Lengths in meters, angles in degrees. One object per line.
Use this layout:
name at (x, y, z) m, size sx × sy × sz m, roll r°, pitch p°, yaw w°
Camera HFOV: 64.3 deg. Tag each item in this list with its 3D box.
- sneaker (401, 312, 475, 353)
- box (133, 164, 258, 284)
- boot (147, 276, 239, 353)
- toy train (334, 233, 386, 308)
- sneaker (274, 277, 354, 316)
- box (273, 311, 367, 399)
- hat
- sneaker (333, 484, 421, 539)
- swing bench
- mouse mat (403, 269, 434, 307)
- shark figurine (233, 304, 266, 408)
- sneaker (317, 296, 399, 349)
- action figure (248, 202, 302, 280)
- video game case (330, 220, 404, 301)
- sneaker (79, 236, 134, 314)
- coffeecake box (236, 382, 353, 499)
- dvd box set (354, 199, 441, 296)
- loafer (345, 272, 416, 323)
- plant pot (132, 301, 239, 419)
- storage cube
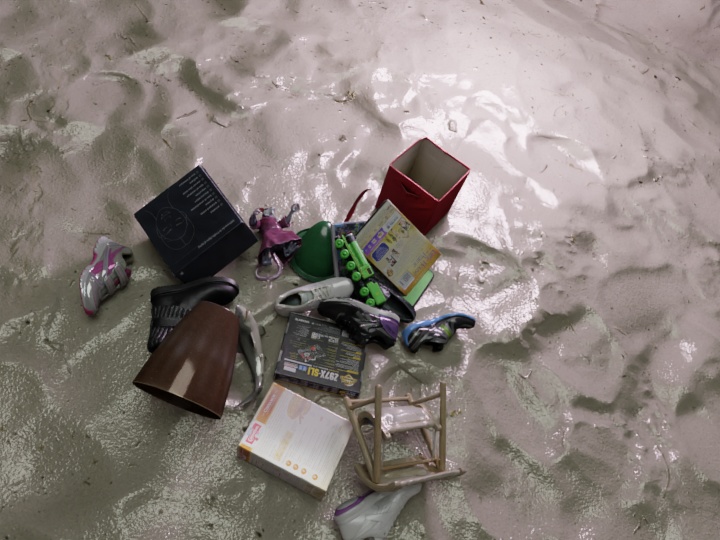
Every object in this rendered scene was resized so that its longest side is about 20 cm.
sneaker at (0.198, 0.157, 1.423) m, size 0.198 × 0.071 × 0.083 m, roll -14°, pitch 75°, yaw -22°
box at (-0.387, -0.101, 1.357) m, size 0.199 × 0.124 × 0.197 m, roll -38°, pitch 69°, yaw -5°
boot at (-0.371, 0.106, 1.287) m, size 0.209 × 0.080 × 0.159 m, roll -11°, pitch 53°, yaw -9°
toy train at (0.000, 0.000, 1.368) m, size 0.056 × 0.042 × 0.201 m, roll -27°, pitch 83°, yaw -4°
sneaker at (-0.109, 0.064, 1.356) m, size 0.198 × 0.080 × 0.071 m, roll -17°, pitch 83°, yaw -4°
box at (-0.087, 0.196, 1.324) m, size 0.198 × 0.049 × 0.161 m, roll 14°, pitch 56°, yaw -7°
hat at (-0.087, -0.098, 1.442) m, size 0.164 × 0.177 × 0.201 m, roll 15°, pitch 54°, yaw -7°
sneaker at (0.043, 0.489, 1.162) m, size 0.198 × 0.075 × 0.100 m, roll -18°, pitch 82°, yaw -25°
swing bench at (0.089, 0.345, 1.185) m, size 0.198 × 0.129 × 0.202 m, roll 7°, pitch 64°, yaw -38°
mouse mat at (0.083, 0.007, 1.524) m, size 0.199 × 0.008 × 0.161 m, roll 33°, pitch 55°, yaw 9°
shark figurine at (-0.258, 0.194, 1.280) m, size 0.089 × 0.128 × 0.217 m, roll -13°, pitch 76°, yaw 6°
sneaker at (-0.006, 0.125, 1.324) m, size 0.198 × 0.076 × 0.088 m, roll 15°, pitch 57°, yaw -7°
action figure at (-0.219, -0.092, 1.468) m, size 0.133 × 0.150 × 0.201 m, roll -1°, pitch 37°, yaw -26°
video game case at (0.020, -0.025, 1.448) m, size 0.180 × 0.023 × 0.202 m, roll -6°, pitch 94°, yaw -16°
sneaker at (-0.572, 0.011, 1.299) m, size 0.087 × 0.082 × 0.202 m, roll 9°, pitch 56°, yaw -7°
coffeecake box at (-0.133, 0.352, 1.191) m, size 0.199 × 0.073 × 0.154 m, roll 26°, pitch 53°, yaw 3°
dvd box set at (0.088, -0.056, 1.438) m, size 0.200 × 0.029 × 0.147 m, roll 43°, pitch 81°, yaw -13°
loafer at (0.052, 0.066, 1.408) m, size 0.200 × 0.070 × 0.068 m, roll 31°, pitch 91°, yaw -9°
plant pot at (-0.329, 0.172, 1.166) m, size 0.185 × 0.187 × 0.201 m, roll 21°, pitch 66°, yaw 0°
storage cube at (0.169, -0.227, 1.598) m, size 0.171 × 0.180 × 0.200 m, roll 38°, pitch 57°, yaw 12°
